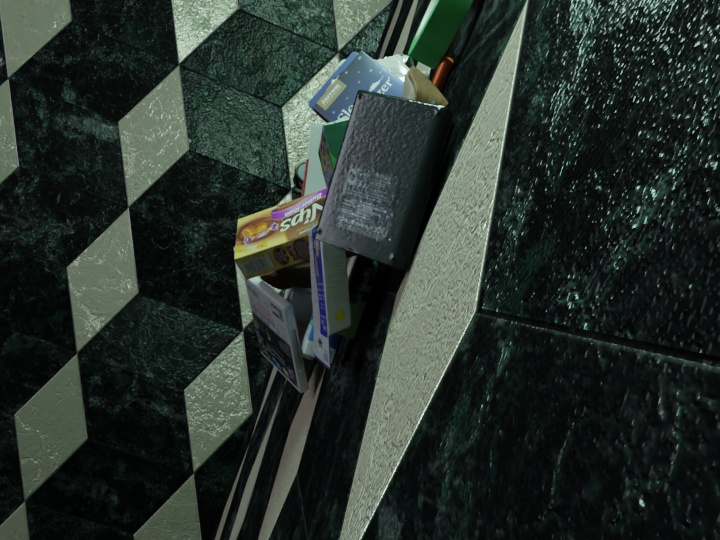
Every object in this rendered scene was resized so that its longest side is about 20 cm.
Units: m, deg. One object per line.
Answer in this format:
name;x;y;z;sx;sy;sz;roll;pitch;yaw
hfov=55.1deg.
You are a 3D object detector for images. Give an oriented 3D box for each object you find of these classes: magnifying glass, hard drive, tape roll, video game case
magnifying glass;0.097;-0.234;1.080;0.080;0.022;0.203;-84;14;-61
hard drive;0.026;-0.118;0.876;0.033;0.138;0.204;12;-84;-57
tape roll;0.137;-0.411;1.048;0.203;0.047;0.201;-63;8;15
video game case;-0.166;0.117;1.350;0.199;0.023;0.186;30;134;54

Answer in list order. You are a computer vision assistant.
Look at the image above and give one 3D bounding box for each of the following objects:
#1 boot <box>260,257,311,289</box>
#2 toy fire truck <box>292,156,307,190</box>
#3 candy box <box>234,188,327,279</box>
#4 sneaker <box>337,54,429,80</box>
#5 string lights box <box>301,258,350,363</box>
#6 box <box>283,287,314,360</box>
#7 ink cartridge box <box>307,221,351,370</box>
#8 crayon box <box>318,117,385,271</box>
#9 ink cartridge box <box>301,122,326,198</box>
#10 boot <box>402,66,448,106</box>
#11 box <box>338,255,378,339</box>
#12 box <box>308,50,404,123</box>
boot;-0.104;-0.047;1.297;0.198;0.072;0.157;-8;54;56
toy fire truck;-0.037;-0.197;1.572;0.197;0.179;0.129;-29;2;-10
candy box;-0.122;-0.067;1.225;0.118;0.196;0.057;-96;-16;-48
sneaker;0.043;-0.349;1.255;0.100;0.198;0.075;-53;-33;-6
string lights box;-0.049;0.055;1.252;0.103;0.058;0.204;-155;84;-82
box;-0.105;0.074;1.427;0.200;0.104;0.155;125;162;-62
ink cartridge box;-0.047;0.033;1.028;0.197;0.046;0.205;177;88;-80
crayon box;-0.012;-0.099;0.991;0.126;0.050;0.204;129;126;-80
ink cartridge box;-0.061;-0.211;1.362;0.200;0.081;0.150;-86;5;-80
boot;0.060;-0.185;0.961;0.147;0.069;0.202;-53;24;26
box;0.000;0.000;1.127;0.144;0.036;0.204;-143;71;-82
box;0.008;-0.256;1.064;0.121;0.200;0.032;-47;-30;1
